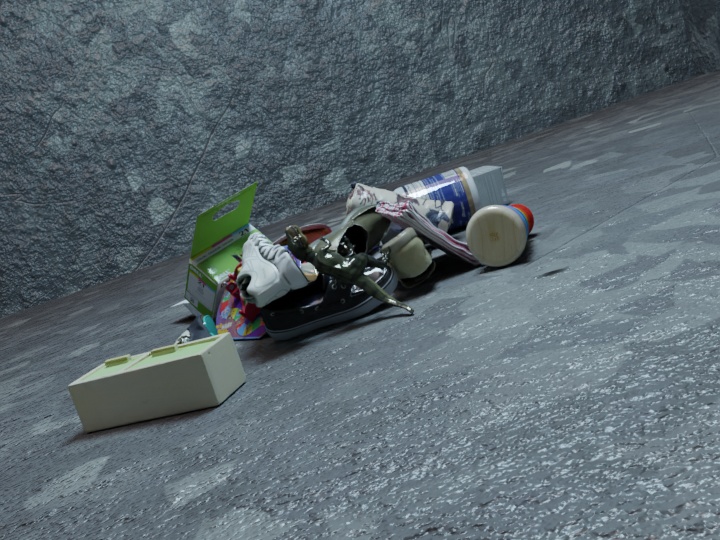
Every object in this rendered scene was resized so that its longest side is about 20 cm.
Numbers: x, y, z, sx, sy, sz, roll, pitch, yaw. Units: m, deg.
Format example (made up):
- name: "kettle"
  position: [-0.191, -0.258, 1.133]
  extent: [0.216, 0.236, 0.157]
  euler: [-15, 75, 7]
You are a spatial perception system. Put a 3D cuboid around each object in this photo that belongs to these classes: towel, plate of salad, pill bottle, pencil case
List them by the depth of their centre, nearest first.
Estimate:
- name: "towel"
  position: [0.103, -0.063, 1.236]
  extent: [0.030, 0.145, 0.200]
  euler: [-59, 11, 1]
- name: "plate of salad"
  position: [-0.124, -0.003, 1.386]
  extent: [0.199, 0.048, 0.201]
  euler: [-35, -20, -14]
- name: "pencil case"
  position: [0.072, -0.103, 1.438]
  extent: [0.197, 0.079, 0.090]
  euler: [11, 12, -2]
- name: "pill bottle"
  position: [0.125, -0.117, 1.536]
  extent: [0.197, 0.112, 0.111]
  euler: [-19, 9, -2]

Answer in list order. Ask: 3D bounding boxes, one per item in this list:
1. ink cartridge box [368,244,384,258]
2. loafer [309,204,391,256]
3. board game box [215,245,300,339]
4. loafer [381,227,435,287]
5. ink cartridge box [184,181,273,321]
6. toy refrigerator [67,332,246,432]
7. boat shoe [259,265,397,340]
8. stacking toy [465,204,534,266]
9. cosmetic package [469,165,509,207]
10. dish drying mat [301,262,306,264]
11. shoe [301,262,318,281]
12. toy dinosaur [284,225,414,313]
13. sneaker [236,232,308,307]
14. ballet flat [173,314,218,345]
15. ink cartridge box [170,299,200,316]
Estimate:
- name: "ink cartridge box"
  position: [0.000, 0.000, 1.330]
  extent: [0.118, 0.042, 0.200]
  euler: [-15, 12, 29]
- name: "loafer"
  position: [-0.004, -0.050, 1.318]
  extent: [0.069, 0.076, 0.200]
  euler: [-4, 27, 43]
- name: "board game box"
  position: [-0.173, 0.025, 1.226]
  extent: [0.199, 0.039, 0.160]
  euler: [-7, 57, 49]
- name: "loafer"
  position: [0.072, -0.010, 1.179]
  extent: [0.075, 0.069, 0.200]
  euler: [-32, -9, 6]
- name: "ink cartridge box"
  position: [-0.215, -0.030, 1.356]
  extent: [0.147, 0.076, 0.201]
  euler: [-37, -23, -40]
- name: "toy refrigerator"
  position: [-0.245, 0.132, 0.959]
  extent: [0.198, 0.071, 0.076]
  euler: [-15, 10, 23]
- name: "boat shoe"
  position: [-0.046, 0.029, 1.099]
  extent: [0.197, 0.067, 0.070]
  euler: [-20, 42, 2]
- name: "stacking toy"
  position: [0.218, -0.066, 1.183]
  extent: [0.084, 0.087, 0.200]
  euler: [-14, 7, 23]
- name: "cosmetic package"
  position: [0.196, -0.149, 1.663]
  extent: [0.197, 0.091, 0.107]
  euler: [-17, 12, -11]
- name: "dish drying mat"
  position: [-0.056, -0.013, 1.371]
  extent: [0.018, 0.078, 0.200]
  euler: [25, 29, 18]
- name: "shoe"
  position: [-0.060, 0.023, 1.224]
  extent: [0.198, 0.071, 0.053]
  euler: [1, 28, 37]
- name: "toy dinosaur"
  position: [-0.007, -0.007, 1.059]
  extent: [0.198, 0.048, 0.088]
  euler: [28, 38, 7]
- name: "sneaker"
  position: [-0.141, 0.001, 1.106]
  extent: [0.081, 0.075, 0.200]
  euler: [-40, 19, -10]
- name: "ballet flat"
  position: [-0.221, 0.105, 1.080]
  extent: [0.072, 0.074, 0.200]
  euler: [-20, 12, -11]
- name: "ink cartridge box"
  position: [-0.255, 0.051, 1.534]
  extent: [0.159, 0.048, 0.199]
  euler: [-26, 8, -35]
